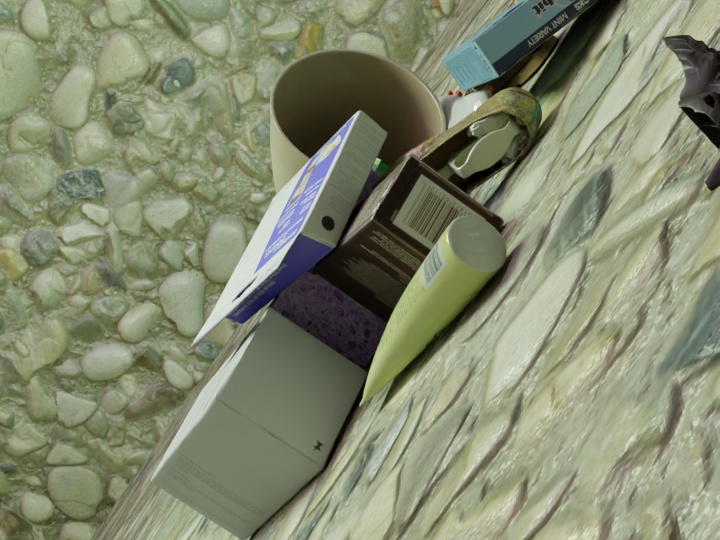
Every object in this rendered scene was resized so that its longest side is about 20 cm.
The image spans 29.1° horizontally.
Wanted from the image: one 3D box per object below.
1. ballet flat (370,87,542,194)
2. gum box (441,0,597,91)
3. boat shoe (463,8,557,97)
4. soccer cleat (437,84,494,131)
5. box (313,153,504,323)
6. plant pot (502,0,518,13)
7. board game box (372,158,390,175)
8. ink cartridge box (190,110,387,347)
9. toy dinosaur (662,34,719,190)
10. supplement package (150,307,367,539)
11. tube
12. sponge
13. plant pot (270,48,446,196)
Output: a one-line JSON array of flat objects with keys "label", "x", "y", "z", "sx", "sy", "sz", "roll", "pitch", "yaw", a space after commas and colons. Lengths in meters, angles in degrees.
[{"label": "ballet flat", "x": 0.081, "y": -0.091, "z": 1.262, "sx": 0.199, "sy": 0.071, "sz": 0.071, "roll": -37, "pitch": 12, "yaw": 18}, {"label": "gum box", "x": 0.172, "y": -0.249, "z": 1.364, "sx": 0.169, "sy": 0.045, "sz": 0.200, "roll": -37, "pitch": 7, "yaw": -2}, {"label": "boat shoe", "x": 0.149, "y": -0.229, "z": 1.558, "sx": 0.071, "sy": 0.070, "sz": 0.200, "roll": -61, "pitch": 6, "yaw": -30}, {"label": "soccer cleat", "x": 0.109, "y": -0.152, "z": 1.499, "sx": 0.078, "sy": 0.069, "sz": 0.200, "roll": -60, "pitch": 9, "yaw": -4}, {"label": "box", "x": 0.038, "y": -0.020, "z": 1.209, "sx": 0.075, "sy": 0.100, "sz": 0.200, "roll": -58, "pitch": 7, "yaw": -21}, {"label": "plant pot", "x": 0.216, "y": -0.349, "z": 1.848, "sx": 0.201, "sy": 0.027, "sz": 0.200, "roll": -56, "pitch": 5, "yaw": 8}, {"label": "board game box", "x": 0.000, "y": 0.000, "z": 1.380, "sx": 0.201, "sy": 0.104, "sz": 0.023, "roll": -56, "pitch": 24, "yaw": -2}, {"label": "ink cartridge box", "x": -0.067, "y": -0.027, "z": 1.298, "sx": 0.198, "sy": 0.043, "sz": 0.201, "roll": -39, "pitch": 20, "yaw": 53}, {"label": "toy dinosaur", "x": 0.177, "y": -0.066, "z": 0.437, "sx": 0.135, "sy": 0.103, "sz": 0.200, "roll": -33, "pitch": -4, "yaw": 31}, {"label": "supplement package", "x": -0.099, "y": 0.149, "z": 1.314, "sx": 0.200, "sy": 0.116, "sz": 0.118, "roll": -48, "pitch": 10, "yaw": 51}, {"label": "tube", "x": 0.051, "y": 0.032, "z": 1.104, "sx": 0.058, "sy": 0.052, "sz": 0.200, "roll": -12, "pitch": -27, "yaw": -34}, {"label": "sponge", "x": -0.007, "y": 0.011, "z": 1.338, "sx": 0.201, "sy": 0.111, "sz": 0.030, "roll": -57, "pitch": 8, "yaw": -1}, {"label": "plant pot", "x": -0.021, "y": -0.104, "z": 1.511, "sx": 0.201, "sy": 0.186, "sz": 0.188, "roll": 108, "pitch": -172, "yaw": -50}]
